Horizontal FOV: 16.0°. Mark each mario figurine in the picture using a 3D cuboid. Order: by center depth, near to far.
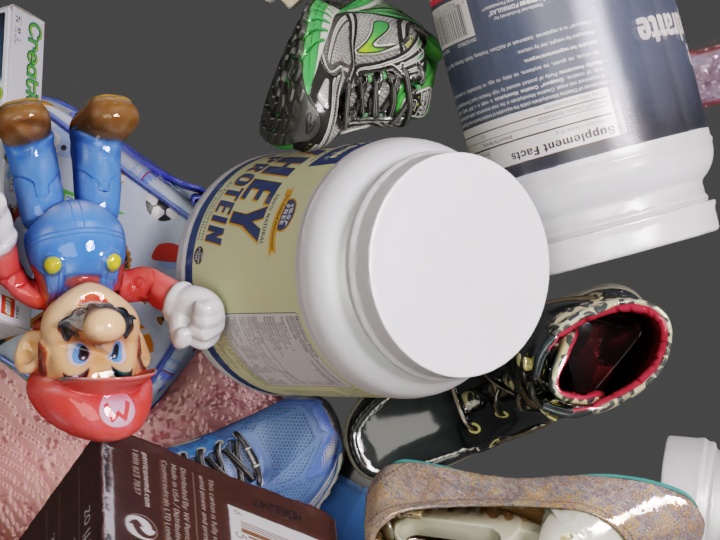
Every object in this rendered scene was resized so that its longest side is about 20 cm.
[{"bbox_3d":[-0.151,-0.004,1.442,0.123,0.106,0.201,-14,75,17],"label":"mario figurine"}]

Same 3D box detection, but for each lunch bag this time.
[{"bbox_3d":[-0.170,-0.008,1.578,0.200,0.076,0.161,36,95,7],"label":"lunch bag"}]

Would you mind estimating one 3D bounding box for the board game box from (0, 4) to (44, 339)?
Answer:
[{"bbox_3d":[-0.249,-0.049,1.531,0.126,0.035,0.201,-13,65,32],"label":"board game box"}]

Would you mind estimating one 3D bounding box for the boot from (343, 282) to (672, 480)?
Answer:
[{"bbox_3d":[0.085,0.065,1.483,0.203,0.154,0.074,-25,91,-2],"label":"boot"}]

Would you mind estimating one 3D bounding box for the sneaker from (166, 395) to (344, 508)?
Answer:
[{"bbox_3d":[-0.099,0.139,1.556,0.200,0.089,0.079,-32,72,8],"label":"sneaker"}]

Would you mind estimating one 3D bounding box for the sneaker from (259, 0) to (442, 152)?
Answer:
[{"bbox_3d":[0.001,-0.116,1.482,0.085,0.200,0.078,25,117,6],"label":"sneaker"}]

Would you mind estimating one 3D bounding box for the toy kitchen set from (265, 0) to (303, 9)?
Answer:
[{"bbox_3d":[-0.032,-0.285,1.498,0.200,0.163,0.181,-40,85,8],"label":"toy kitchen set"}]

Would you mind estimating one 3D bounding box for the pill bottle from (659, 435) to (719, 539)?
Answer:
[{"bbox_3d":[0.272,0.148,1.488,0.199,0.113,0.113,6,93,9],"label":"pill bottle"}]

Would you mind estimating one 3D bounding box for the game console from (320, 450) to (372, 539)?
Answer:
[{"bbox_3d":[0.003,0.228,1.539,0.118,0.171,0.201,24,97,-19],"label":"game console"}]

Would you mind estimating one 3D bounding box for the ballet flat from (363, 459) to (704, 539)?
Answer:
[{"bbox_3d":[0.094,0.153,1.456,0.199,0.067,0.068,2,127,22],"label":"ballet flat"}]

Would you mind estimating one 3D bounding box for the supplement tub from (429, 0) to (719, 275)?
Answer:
[{"bbox_3d":[0.125,-0.105,1.490,0.140,0.140,0.201,-15,90,10],"label":"supplement tub"}]

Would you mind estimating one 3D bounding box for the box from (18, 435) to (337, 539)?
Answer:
[{"bbox_3d":[-0.124,0.234,1.475,0.164,0.166,0.200,24,122,-24],"label":"box"}]

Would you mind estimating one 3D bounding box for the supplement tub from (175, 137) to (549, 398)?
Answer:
[{"bbox_3d":[0.000,0.000,1.463,0.144,0.200,0.146,2,87,-34],"label":"supplement tub"}]
